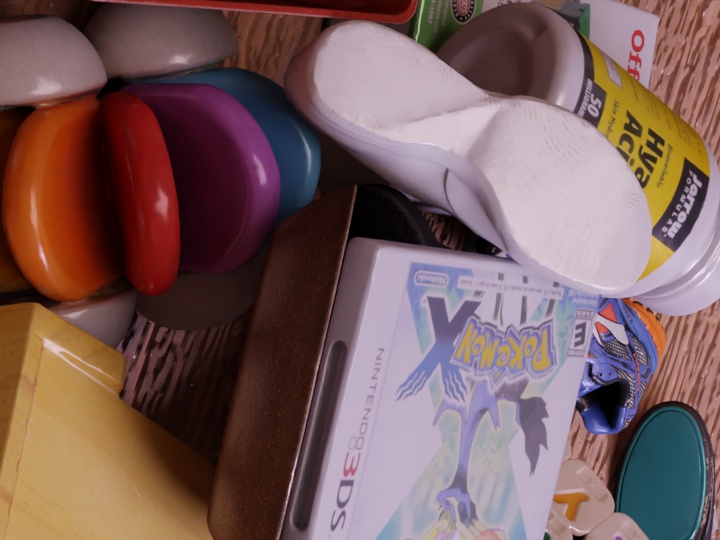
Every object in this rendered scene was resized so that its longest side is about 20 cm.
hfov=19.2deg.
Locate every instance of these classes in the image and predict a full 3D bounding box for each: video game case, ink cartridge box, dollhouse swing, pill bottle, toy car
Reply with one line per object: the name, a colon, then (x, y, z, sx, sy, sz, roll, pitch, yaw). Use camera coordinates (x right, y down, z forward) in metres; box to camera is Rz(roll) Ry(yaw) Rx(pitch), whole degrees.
video game case: (0.041, 0.081, 1.037, 0.200, 0.022, 0.183, 6, 98, -53)
ink cartridge box: (0.074, -0.102, 1.245, 0.200, 0.084, 0.147, 10, 89, -41)
dollhouse swing: (-0.173, 0.148, 1.002, 0.176, 0.181, 0.200, 57, 32, -52)
pill bottle: (0.127, -0.052, 1.167, 0.200, 0.111, 0.112, 32, 73, -39)
toy car: (-0.105, -0.045, 1.049, 0.200, 0.150, 0.176, -17, 105, -39)

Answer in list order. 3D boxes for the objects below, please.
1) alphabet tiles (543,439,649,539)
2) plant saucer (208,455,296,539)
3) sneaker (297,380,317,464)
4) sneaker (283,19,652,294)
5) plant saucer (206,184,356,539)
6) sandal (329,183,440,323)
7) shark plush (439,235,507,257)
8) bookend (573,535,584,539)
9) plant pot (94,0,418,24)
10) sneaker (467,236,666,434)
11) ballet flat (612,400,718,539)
alphabet tiles: (0.080, 0.153, 1.163, 0.200, 0.015, 0.195, 51, 39, 8)
plant saucer: (-0.001, 0.194, 1.117, 0.199, 0.048, 0.200, 26, 40, -12)
sneaker: (0.026, 0.108, 1.222, 0.200, 0.086, 0.080, 50, 61, -32)
sneaker: (0.051, -0.054, 1.047, 0.200, 0.088, 0.075, 33, 74, -13)
plant saucer: (-0.040, 0.054, 1.006, 0.037, 0.200, 0.201, 12, 85, -1)
sandal: (0.000, 0.000, 1.115, 0.045, 0.200, 0.075, -3, 83, -25)
shark plush: (0.051, 0.011, 1.219, 0.091, 0.083, 0.200, -55, 151, 5)
bookend: (0.057, 0.260, 1.237, 0.200, 0.198, 0.092, -94, 167, -55)
plant pot: (-0.101, -0.222, 1.019, 0.200, 0.176, 0.200, -1, 95, -42)
sneaker: (0.127, 0.037, 1.291, 0.200, 0.075, 0.079, 39, 54, -44)
ballet flat: (0.201, 0.187, 1.405, 0.073, 0.073, 0.201, 10, 82, -41)
